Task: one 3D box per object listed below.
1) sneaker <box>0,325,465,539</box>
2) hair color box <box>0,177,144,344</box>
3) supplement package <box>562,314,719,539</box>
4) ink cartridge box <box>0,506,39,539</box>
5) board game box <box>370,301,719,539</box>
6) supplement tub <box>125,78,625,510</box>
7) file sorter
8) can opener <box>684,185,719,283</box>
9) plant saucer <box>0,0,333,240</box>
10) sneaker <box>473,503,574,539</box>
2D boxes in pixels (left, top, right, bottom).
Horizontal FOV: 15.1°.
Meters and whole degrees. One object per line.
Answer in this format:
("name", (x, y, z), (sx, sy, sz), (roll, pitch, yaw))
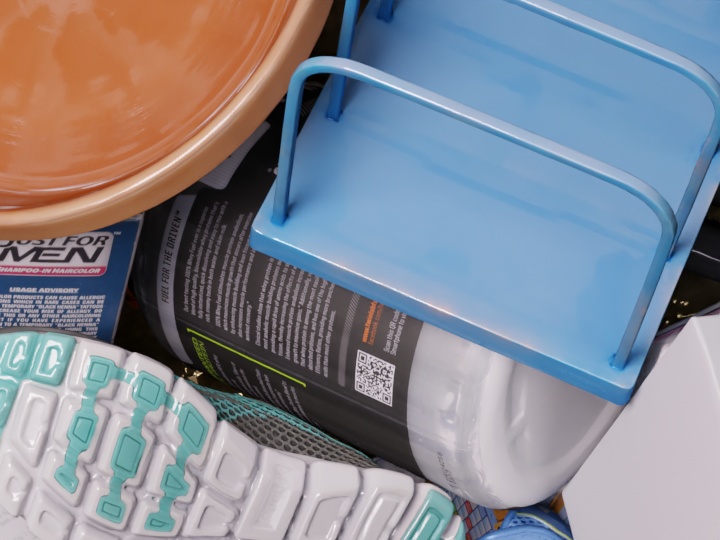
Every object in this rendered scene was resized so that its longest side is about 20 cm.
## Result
("sneaker", (-0.063, 0.072, 0.980), (0.200, 0.091, 0.078), (27, 93, -23))
("hair color box", (-0.130, 0.009, 1.014), (0.060, 0.200, 0.100), (1, 49, -16))
("supplement package", (0.197, 0.104, 0.918), (0.200, 0.151, 0.152), (-5, 64, -17))
("ink cartridge box", (-0.177, 0.093, 1.008), (0.160, 0.047, 0.200), (-30, 118, 26))
("board game box", (0.094, 0.141, 1.062), (0.199, 0.041, 0.200), (-24, 86, 14))
("supplement tub", (0.000, 0.000, 1.024), (0.200, 0.122, 0.123), (24, 98, 31))
("file sorter", (0.070, -0.088, 0.909), (0.139, 0.123, 0.200), (23, 61, 6))
("can opener", (0.122, -0.025, 1.037), (0.200, 0.067, 0.053), (21, 97, 13))
("plant saucer", (-0.097, -0.102, 0.914), (0.200, 0.032, 0.201), (-9, 65, 18))
("sneaker", (0.088, 0.140, 1.003), (0.200, 0.076, 0.105), (3, 92, 15))
